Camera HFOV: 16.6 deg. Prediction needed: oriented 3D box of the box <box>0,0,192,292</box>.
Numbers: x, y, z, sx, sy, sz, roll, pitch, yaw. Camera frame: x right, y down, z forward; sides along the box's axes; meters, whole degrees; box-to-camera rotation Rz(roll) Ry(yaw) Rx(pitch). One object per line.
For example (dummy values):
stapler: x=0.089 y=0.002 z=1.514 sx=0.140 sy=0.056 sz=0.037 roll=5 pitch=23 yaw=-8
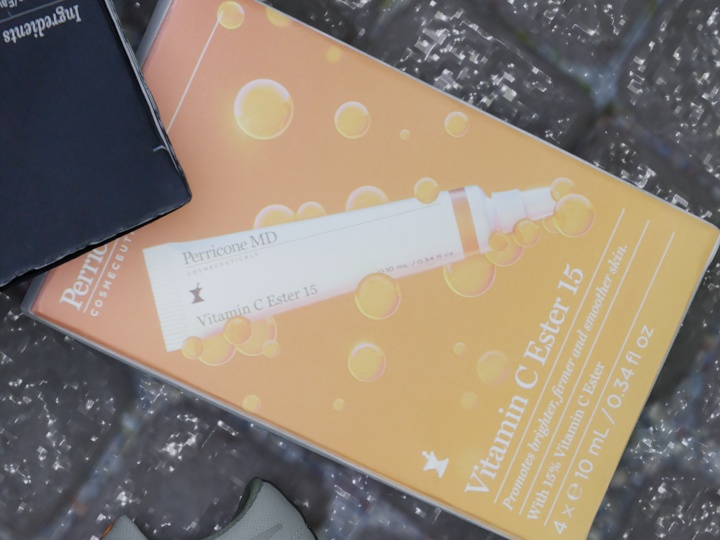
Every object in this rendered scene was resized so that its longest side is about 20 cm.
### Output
box: x=-0.184 y=-0.069 z=0.741 sx=0.124 sy=0.199 sz=0.198 roll=-29 pitch=97 yaw=-44

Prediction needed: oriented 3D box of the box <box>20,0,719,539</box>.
box: x=0.000 y=0.000 z=0.836 sx=0.199 sy=0.097 sz=0.125 roll=25 pitch=86 yaw=-9

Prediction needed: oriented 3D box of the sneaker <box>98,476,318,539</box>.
sneaker: x=-0.100 y=0.134 z=0.839 sx=0.199 sy=0.074 sz=0.080 roll=-21 pitch=84 yaw=-15
